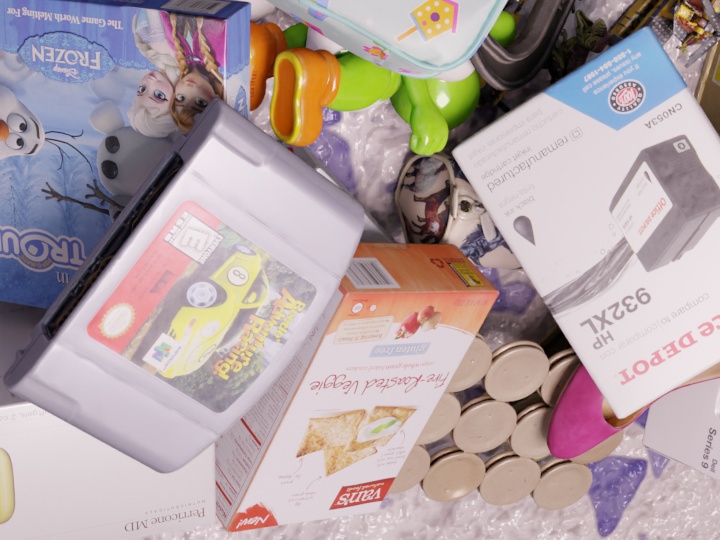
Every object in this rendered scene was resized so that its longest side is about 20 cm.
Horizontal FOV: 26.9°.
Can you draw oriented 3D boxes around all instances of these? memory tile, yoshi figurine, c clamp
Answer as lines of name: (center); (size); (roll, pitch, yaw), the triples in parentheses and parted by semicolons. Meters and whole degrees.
memory tile: (0.109, 0.113, 1.104); (0.199, 0.017, 0.154); (10, 122, -28)
yoshi figurine: (0.014, -0.116, 0.937); (0.199, 0.112, 0.113); (-18, 85, -36)
c clamp: (0.102, -0.212, 0.905); (0.171, 0.027, 0.201); (16, 97, -59)

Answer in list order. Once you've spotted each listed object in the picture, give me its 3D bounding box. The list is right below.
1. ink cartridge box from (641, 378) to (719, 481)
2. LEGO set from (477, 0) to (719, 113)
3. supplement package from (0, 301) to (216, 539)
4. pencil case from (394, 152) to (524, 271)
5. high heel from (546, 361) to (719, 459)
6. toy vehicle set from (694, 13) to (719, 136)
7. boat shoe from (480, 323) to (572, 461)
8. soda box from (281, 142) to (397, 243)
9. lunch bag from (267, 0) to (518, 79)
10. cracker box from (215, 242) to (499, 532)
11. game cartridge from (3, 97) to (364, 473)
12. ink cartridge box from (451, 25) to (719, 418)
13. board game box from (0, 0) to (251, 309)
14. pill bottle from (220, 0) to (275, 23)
ink cartridge box: (0.311, 0.063, 1.145); (0.200, 0.084, 0.147); (-11, 115, -47)
LEGO set: (0.163, -0.148, 1.016); (0.200, 0.116, 0.154); (-43, 122, 1)
supplement package: (-0.207, 0.093, 0.957); (0.199, 0.156, 0.111); (-8, 117, -19)
pencil case: (0.127, -0.033, 1.071); (0.199, 0.089, 0.078); (8, 103, -24)
high heel: (0.214, 0.081, 1.043); (0.200, 0.096, 0.067); (-46, 138, 15)
toy vehicle set: (0.282, -0.147, 1.060); (0.026, 0.124, 0.201); (8, 111, -14)
boat shoe: (0.167, 0.058, 1.143); (0.201, 0.073, 0.063); (-46, 127, 11)
soda box: (0.000, 0.000, 1.047); (0.064, 0.068, 0.200); (-43, 122, 4)
lunch bag: (0.007, -0.207, 0.813); (0.199, 0.077, 0.161); (29, 89, -4)
cracker box: (-0.012, 0.077, 0.987); (0.134, 0.058, 0.200); (-1, 129, -41)
game cartridge: (-0.092, 0.017, 0.860); (0.133, 0.041, 0.200); (34, 96, -36)
ink cartridge box: (0.172, -0.032, 0.952); (0.145, 0.084, 0.200); (-32, 92, 12)
board game box: (-0.163, -0.069, 0.902); (0.199, 0.043, 0.200); (9, 116, 16)
pill bottle: (-0.016, -0.233, 0.907); (0.200, 0.114, 0.115); (-33, 121, -5)
